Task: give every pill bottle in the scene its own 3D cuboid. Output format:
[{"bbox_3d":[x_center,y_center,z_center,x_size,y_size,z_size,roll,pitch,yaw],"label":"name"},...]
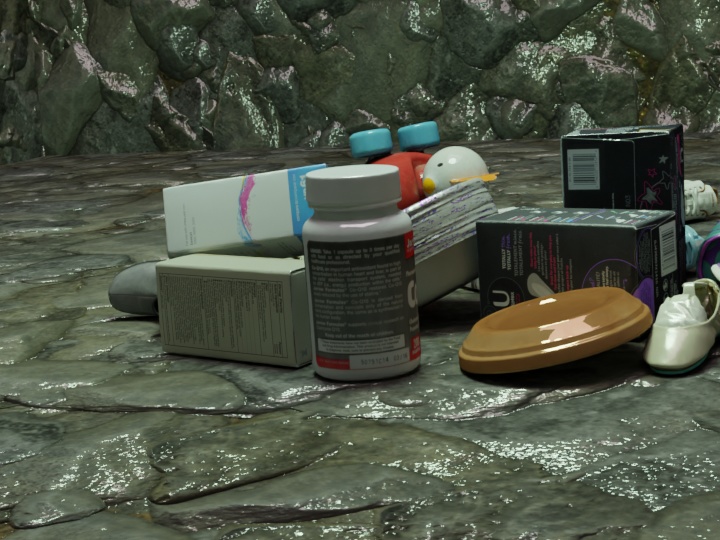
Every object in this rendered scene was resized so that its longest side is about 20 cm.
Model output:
[{"bbox_3d":[0.000,0.000,1.486,0.112,0.203,0.114,-4,10,1],"label":"pill bottle"}]

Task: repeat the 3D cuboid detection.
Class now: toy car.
[{"bbox_3d":[0.103,-0.119,2.063,0.175,0.187,0.199,-11,1,-36],"label":"toy car"}]

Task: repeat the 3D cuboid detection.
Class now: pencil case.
[{"bbox_3d":[0.443,-0.016,1.723,0.092,0.086,0.200,37,19,9],"label":"pencil case"}]

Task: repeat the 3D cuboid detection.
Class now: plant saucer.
[{"bbox_3d":[0.191,0.056,1.470,0.197,0.038,0.200,-14,6,2],"label":"plant saucer"}]

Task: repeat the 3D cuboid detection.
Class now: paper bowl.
[{"bbox_3d":[0.075,-0.019,1.719,0.199,0.105,0.201,-27,-5,-2],"label":"paper bowl"}]

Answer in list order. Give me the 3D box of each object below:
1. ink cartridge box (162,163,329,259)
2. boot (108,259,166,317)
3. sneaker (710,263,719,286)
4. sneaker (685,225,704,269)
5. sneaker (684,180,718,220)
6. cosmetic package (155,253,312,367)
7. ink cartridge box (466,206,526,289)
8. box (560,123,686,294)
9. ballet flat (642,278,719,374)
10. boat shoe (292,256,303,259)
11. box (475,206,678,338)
[{"bbox_3d":[-0.121,-0.060,1.740,0.197,0.086,0.145,-9,-8,7],"label":"ink cartridge box"},{"bbox_3d":[-0.230,0.030,1.792,0.197,0.071,0.132,-3,9,12],"label":"boot"},{"bbox_3d":[0.444,0.018,1.489,0.081,0.084,0.199,40,-13,-36],"label":"sneaker"},{"bbox_3d":[0.399,-0.030,1.855,0.081,0.075,0.200,-6,11,5],"label":"sneaker"},{"bbox_3d":[0.496,-0.111,2.265,0.084,0.074,0.199,-1,9,31],"label":"sneaker"},{"bbox_3d":[-0.127,0.040,1.601,0.198,0.105,0.073,4,12,36],"label":"cosmetic package"},{"bbox_3d":[0.207,-0.025,1.873,0.143,0.085,0.199,-10,11,-27],"label":"ink cartridge box"},{"bbox_3d":[0.306,-0.063,1.709,0.130,0.203,0.115,0,9,21],"label":"box"},{"bbox_3d":[0.324,0.048,1.470,0.069,0.071,0.200,0,11,25],"label":"ballet flat"},{"bbox_3d":[-0.094,-0.016,1.872,0.197,0.066,0.072,15,-6,-10],"label":"boat shoe"},{"bbox_3d":[0.237,-0.001,1.617,0.198,0.124,0.106,4,13,36],"label":"box"}]
